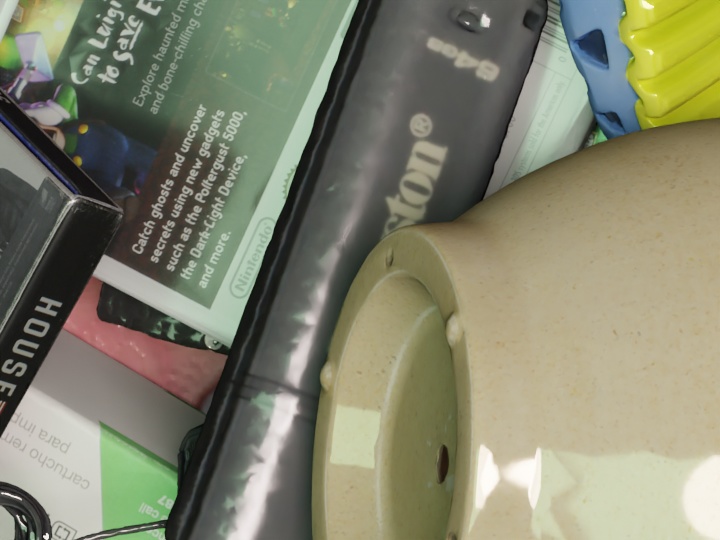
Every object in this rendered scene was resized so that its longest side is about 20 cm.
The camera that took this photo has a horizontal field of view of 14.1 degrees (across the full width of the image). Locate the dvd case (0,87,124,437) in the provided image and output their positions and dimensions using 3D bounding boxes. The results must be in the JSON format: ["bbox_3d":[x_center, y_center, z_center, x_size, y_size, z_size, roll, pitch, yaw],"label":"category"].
[{"bbox_3d":[-0.160,-0.003,0.889,0.200,0.025,0.151,43,107,46],"label":"dvd case"}]

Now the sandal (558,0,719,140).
[{"bbox_3d":[0.068,-0.128,0.806,0.087,0.079,0.201,7,113,46],"label":"sandal"}]

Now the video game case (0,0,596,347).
[{"bbox_3d":[-0.015,-0.075,0.873,0.181,0.023,0.201,27,102,8],"label":"video game case"}]

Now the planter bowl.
[{"bbox_3d":[0.067,0.052,0.753,0.134,0.200,0.201,6,99,-20],"label":"planter bowl"}]

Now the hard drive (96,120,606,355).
[{"bbox_3d":[0.028,-0.027,0.898,0.199,0.038,0.140,14,99,11],"label":"hard drive"}]

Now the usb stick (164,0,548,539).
[{"bbox_3d":[0.000,0.000,0.821,0.055,0.033,0.201,21,83,-9],"label":"usb stick"}]

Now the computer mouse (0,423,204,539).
[{"bbox_3d":[-0.058,0.074,0.839,0.199,0.034,0.059,-13,90,-13],"label":"computer mouse"}]

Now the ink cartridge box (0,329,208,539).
[{"bbox_3d":[-0.112,0.131,0.922,0.146,0.084,0.201,29,101,7],"label":"ink cartridge box"}]
